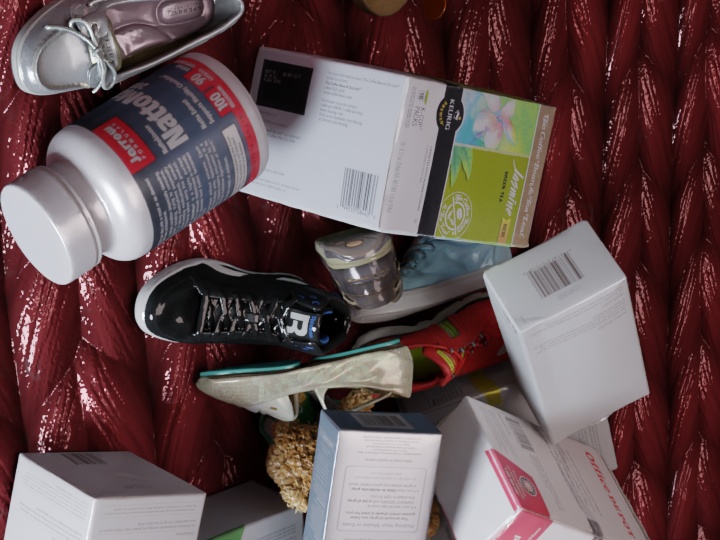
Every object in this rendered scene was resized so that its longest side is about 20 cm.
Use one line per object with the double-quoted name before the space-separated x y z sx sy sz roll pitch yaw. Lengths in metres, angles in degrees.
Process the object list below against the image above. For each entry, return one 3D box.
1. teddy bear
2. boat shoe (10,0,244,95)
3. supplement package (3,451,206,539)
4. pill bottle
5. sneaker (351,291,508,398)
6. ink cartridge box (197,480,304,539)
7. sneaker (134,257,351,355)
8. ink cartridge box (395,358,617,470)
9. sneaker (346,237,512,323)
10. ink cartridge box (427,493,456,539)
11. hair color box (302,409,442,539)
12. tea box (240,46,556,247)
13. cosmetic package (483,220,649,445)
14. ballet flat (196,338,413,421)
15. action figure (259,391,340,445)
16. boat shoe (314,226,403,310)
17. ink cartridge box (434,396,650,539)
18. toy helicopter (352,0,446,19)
"teddy bear" 0.007 0.187 1.532 0.200 0.066 0.146 38 58 -28
"boat shoe" -0.187 -0.191 1.322 0.201 0.064 0.075 -24 118 -36
"supplement package" -0.227 0.266 1.389 0.121 0.119 0.202 6 99 -45
"pill bottle" -0.182 -0.079 1.324 0.200 0.119 0.120 -37 125 -29
"sneaker" 0.087 0.082 1.595 0.198 0.085 0.078 -20 109 -2
"ink cartridge box" -0.127 0.316 1.522 0.144 0.087 0.202 -17 112 -38
"sneaker" -0.090 0.035 1.451 0.199 0.111 0.074 -2 103 -43
"ink cartridge box" 0.145 0.157 1.675 0.198 0.084 0.146 -18 118 -6
"sneaker" 0.062 -0.004 1.626 0.199 0.074 0.083 -17 85 -34
"ink cartridge box" 0.067 0.311 1.603 0.200 0.147 0.083 -39 131 15
"hair color box" 0.005 0.228 1.456 0.098 0.061 0.202 4 102 -20
"tea box" 0.030 -0.109 1.457 0.196 0.199 0.135 4 100 -43
"cosmetic package" 0.192 0.061 1.515 0.112 0.081 0.201 -26 143 -5
"ballet flat" -0.047 0.107 1.488 0.198 0.067 0.063 -9 88 -5
"action figure" -0.037 0.162 1.585 0.119 0.055 0.200 -54 128 -13
"boat shoe" 0.000 0.000 1.487 0.074 0.200 0.074 -15 95 4
"ink cartridge box" 0.166 0.219 1.555 0.199 0.146 0.085 23 119 -37
"toy helicopter" 0.049 -0.320 1.498 0.132 0.078 0.201 39 72 -43
